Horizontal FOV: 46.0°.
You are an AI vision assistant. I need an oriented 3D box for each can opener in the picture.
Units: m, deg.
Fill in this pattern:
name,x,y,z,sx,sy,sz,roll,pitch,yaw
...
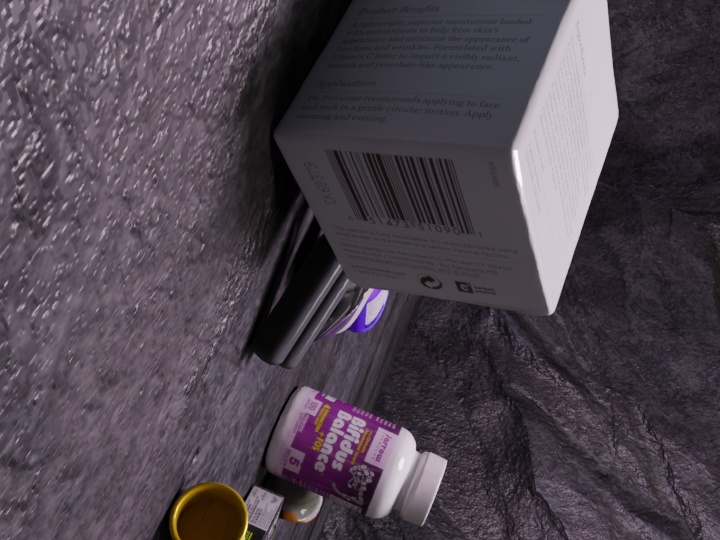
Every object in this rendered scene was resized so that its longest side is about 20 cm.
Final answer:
name,x,y,z,sx,sy,sz,roll,pitch,yaw
can opener,-0.029,-0.013,0.707,0.201,0.066,0.053,-61,151,1

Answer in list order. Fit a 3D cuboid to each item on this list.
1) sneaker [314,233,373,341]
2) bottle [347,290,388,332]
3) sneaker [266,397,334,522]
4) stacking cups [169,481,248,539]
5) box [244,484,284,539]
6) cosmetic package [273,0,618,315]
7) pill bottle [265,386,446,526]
name,x,y,z,sx,sy,sz,roll,pitch,yaw
sneaker,-0.004,-0.016,0.763,0.201,0.075,0.088,-62,168,18
bottle,0.000,0.000,0.925,0.200,0.065,0.084,94,18,-67
sneaker,-0.072,0.237,1.103,0.200,0.075,0.092,-71,171,-63
stacking cups,-0.126,0.245,0.717,0.200,0.060,0.061,101,13,-53
box,-0.154,0.378,0.956,0.200,0.047,0.194,-61,172,-52
cosmetic package,0.073,-0.104,0.597,0.201,0.164,0.165,-63,147,-29
pill bottle,-0.003,0.225,1.009,0.112,0.199,0.113,21,90,-83
